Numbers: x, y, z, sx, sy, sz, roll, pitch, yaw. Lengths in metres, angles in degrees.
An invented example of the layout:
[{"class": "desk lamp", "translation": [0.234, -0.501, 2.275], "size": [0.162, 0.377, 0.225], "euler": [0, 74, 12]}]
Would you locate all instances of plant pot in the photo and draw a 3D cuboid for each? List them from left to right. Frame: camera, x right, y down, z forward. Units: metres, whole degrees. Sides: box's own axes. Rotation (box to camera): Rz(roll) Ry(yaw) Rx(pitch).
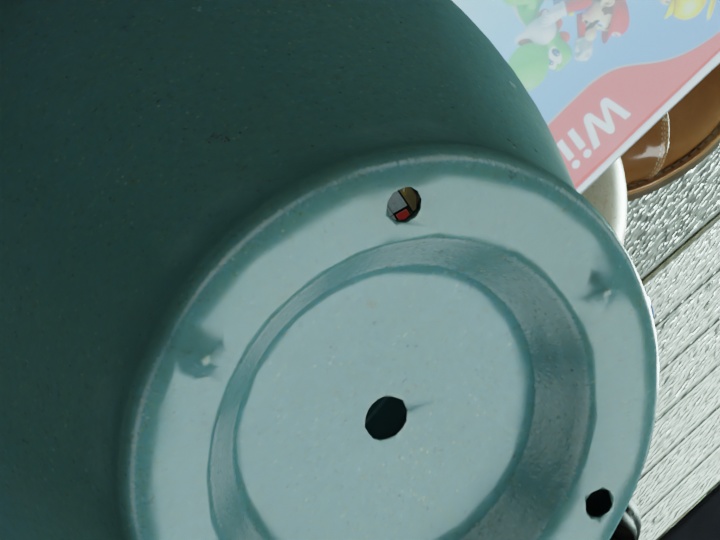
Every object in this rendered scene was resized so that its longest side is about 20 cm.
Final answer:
[{"class": "plant pot", "translation": [-0.029, 0.008, 0.735], "size": [0.200, 0.188, 0.200], "euler": [-10, 114, -23]}]

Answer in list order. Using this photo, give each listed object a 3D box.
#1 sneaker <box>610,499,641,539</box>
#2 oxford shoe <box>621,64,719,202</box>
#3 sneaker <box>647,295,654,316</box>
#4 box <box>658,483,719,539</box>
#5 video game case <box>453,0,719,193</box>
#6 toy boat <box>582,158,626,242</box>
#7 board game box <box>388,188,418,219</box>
[{"class": "sneaker", "translation": [0.069, 0.091, 1.306], "size": [0.089, 0.074, 0.200], "euler": [-63, -162, -18]}, {"class": "oxford shoe", "translation": [0.093, -0.069, 1.143], "size": [0.200, 0.071, 0.071], "euler": [-40, 151, -24]}, {"class": "sneaker", "translation": [0.063, 0.027, 1.200], "size": [0.199, 0.080, 0.115], "euler": [-42, 143, -49]}, {"class": "box", "translation": [0.106, 0.195, 1.206], "size": [0.200, 0.104, 0.182], "euler": [-42, 172, -11]}, {"class": "video game case", "translation": [0.057, -0.129, 0.873], "size": [0.143, 0.017, 0.200], "euler": [-43, 127, -6]}, {"class": "toy boat", "translation": [0.000, 0.000, 1.035], "size": [0.200, 0.130, 0.131], "euler": [-49, -170, 0]}, {"class": "board game box", "translation": [0.003, -0.056, 0.928], "size": [0.200, 0.105, 0.023], "euler": [-31, 172, -42]}]
